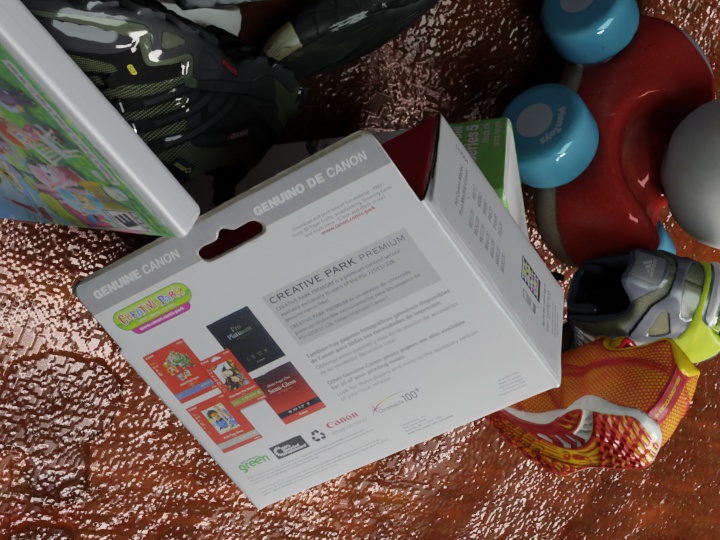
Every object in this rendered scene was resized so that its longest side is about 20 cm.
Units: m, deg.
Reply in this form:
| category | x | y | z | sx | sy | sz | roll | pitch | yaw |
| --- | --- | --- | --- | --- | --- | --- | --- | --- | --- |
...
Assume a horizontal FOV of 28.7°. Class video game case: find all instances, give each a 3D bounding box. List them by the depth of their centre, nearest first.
| category | x | y | z | sx | sy | sz | roll | pitch | yaw |
| --- | --- | --- | --- | --- | --- | --- | --- | --- | --- |
| video game case | -0.194 | -0.088 | 0.667 | 0.200 | 0.181 | 0.022 | 51 | 58 | -41 |

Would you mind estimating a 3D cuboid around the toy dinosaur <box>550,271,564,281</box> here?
| category | x | y | z | sx | sy | sz | roll | pitch | yaw |
| --- | --- | --- | --- | --- | --- | --- | --- | --- | --- |
| toy dinosaur | 0.060 | 0.001 | 0.942 | 0.135 | 0.103 | 0.200 | 33 | 116 | -25 |

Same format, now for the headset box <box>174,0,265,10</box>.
| category | x | y | z | sx | sy | sz | roll | pitch | yaw |
| --- | --- | --- | --- | --- | --- | --- | --- | --- | --- |
| headset box | -0.025 | -0.250 | 0.707 | 0.172 | 0.093 | 0.202 | -10 | 119 | -15 |

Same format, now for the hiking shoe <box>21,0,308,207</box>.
| category | x | y | z | sx | sy | sz | roll | pitch | yaw |
| --- | --- | --- | --- | --- | --- | --- | --- | --- | --- |
| hiking shoe | -0.111 | -0.082 | 0.700 | 0.199 | 0.075 | 0.102 | 17 | 102 | -49 |

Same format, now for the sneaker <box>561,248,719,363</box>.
| category | x | y | z | sx | sy | sz | roll | pitch | yaw |
| --- | --- | --- | --- | --- | --- | --- | --- | --- | --- |
| sneaker | 0.162 | 0.027 | 0.905 | 0.080 | 0.200 | 0.075 | 24 | 64 | -13 |

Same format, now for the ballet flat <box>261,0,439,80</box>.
| category | x | y | z | sx | sy | sz | roll | pitch | yaw |
| --- | --- | --- | --- | --- | --- | --- | --- | --- | --- |
| ballet flat | 0.020 | -0.178 | 0.842 | 0.199 | 0.057 | 0.066 | -36 | 173 | -8 |

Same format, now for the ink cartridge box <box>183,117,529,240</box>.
| category | x | y | z | sx | sy | sz | roll | pitch | yaw |
| --- | --- | --- | --- | --- | --- | --- | --- | --- | --- |
| ink cartridge box | 0.000 | 0.000 | 0.840 | 0.197 | 0.084 | 0.147 | -4 | 127 | 12 |

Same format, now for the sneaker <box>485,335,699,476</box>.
| category | x | y | z | sx | sy | sz | roll | pitch | yaw |
| --- | --- | --- | --- | --- | --- | --- | --- | --- | --- |
| sneaker | 0.136 | 0.079 | 0.862 | 0.073 | 0.199 | 0.077 | 48 | 68 | -17 |

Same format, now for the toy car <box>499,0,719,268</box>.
| category | x | y | z | sx | sy | sz | roll | pitch | yaw |
| --- | --- | --- | --- | --- | --- | --- | --- | --- | --- |
| toy car | 0.221 | -0.079 | 0.894 | 0.184 | 0.198 | 0.178 | 46 | 59 | -47 |

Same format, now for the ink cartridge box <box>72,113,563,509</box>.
| category | x | y | z | sx | sy | sz | roll | pitch | yaw |
| --- | --- | --- | --- | --- | --- | --- | --- | --- | --- |
| ink cartridge box | -0.020 | 0.011 | 0.744 | 0.199 | 0.084 | 0.176 | -25 | 119 | 25 |

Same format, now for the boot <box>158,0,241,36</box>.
| category | x | y | z | sx | sy | sz | roll | pitch | yaw |
| --- | --- | --- | --- | --- | --- | --- | --- | --- | --- |
| boot | -0.156 | -0.107 | 0.743 | 0.198 | 0.073 | 0.091 | 2 | 110 | -34 |
